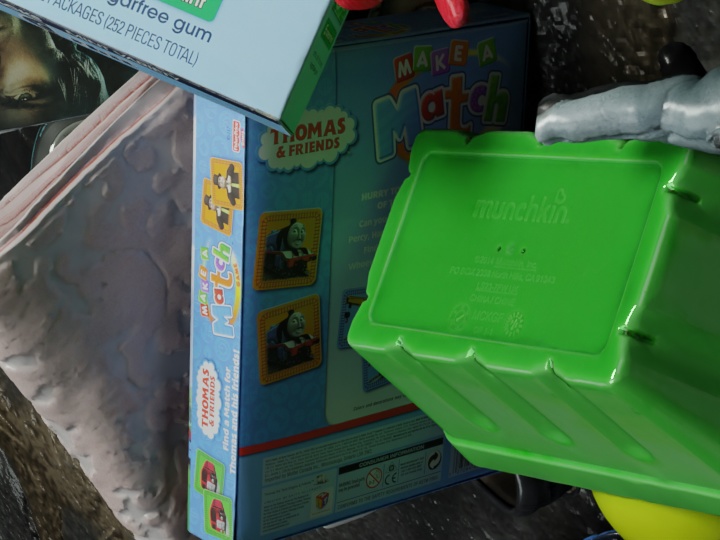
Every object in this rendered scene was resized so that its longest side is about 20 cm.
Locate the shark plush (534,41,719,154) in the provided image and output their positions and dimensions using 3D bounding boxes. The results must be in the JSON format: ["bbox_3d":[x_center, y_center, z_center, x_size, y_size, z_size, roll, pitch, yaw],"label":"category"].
[{"bbox_3d":[0.153,-0.052,0.761,0.199,0.083,0.091,16,129,16],"label":"shark plush"}]

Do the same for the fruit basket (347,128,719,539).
[{"bbox_3d":[0.122,0.036,0.923,0.215,0.156,0.216,19,171,3],"label":"fruit basket"}]

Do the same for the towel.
[{"bbox_3d":[-0.052,0.006,0.978,0.032,0.191,0.200,26,155,47],"label":"towel"}]

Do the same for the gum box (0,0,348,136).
[{"bbox_3d":[-0.062,-0.174,0.872,0.169,0.201,0.045,23,178,7],"label":"gum box"}]

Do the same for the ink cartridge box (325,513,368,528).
[{"bbox_3d":[-0.049,0.010,1.174,0.161,0.050,0.200,70,176,-64],"label":"ink cartridge box"}]

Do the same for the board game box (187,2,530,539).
[{"bbox_3d":[0.000,0.000,0.970,0.037,0.151,0.201,22,116,45],"label":"board game box"}]

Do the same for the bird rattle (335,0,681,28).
[{"bbox_3d":[0.046,-0.163,0.786,0.113,0.200,0.164,13,102,50],"label":"bird rattle"}]

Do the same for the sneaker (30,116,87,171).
[{"bbox_3d":[-0.133,0.002,1.321,0.079,0.075,0.201,29,134,62],"label":"sneaker"}]

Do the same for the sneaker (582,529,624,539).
[{"bbox_3d":[0.105,0.139,1.063,0.200,0.066,0.079,4,131,49],"label":"sneaker"}]

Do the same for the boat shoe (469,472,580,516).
[{"bbox_3d":[0.029,0.034,1.099,0.200,0.060,0.074,45,147,22],"label":"boat shoe"}]

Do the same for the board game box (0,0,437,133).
[{"bbox_3d":[-0.062,-0.135,0.961,0.028,0.199,0.136,-112,11,-53],"label":"board game box"}]
